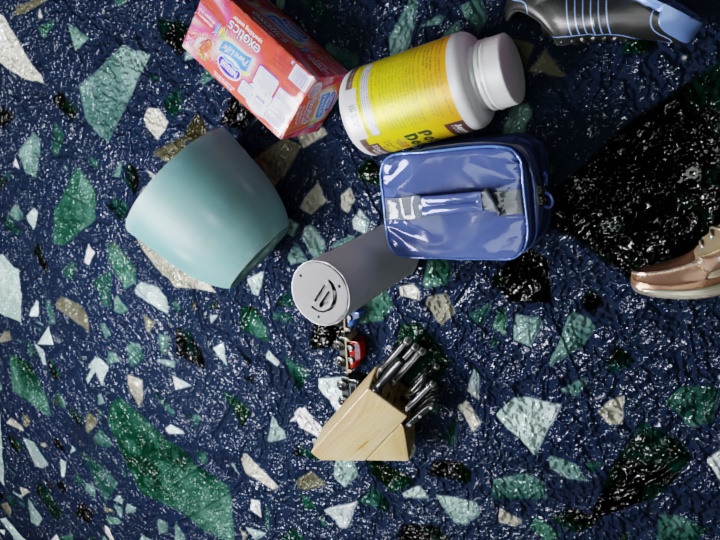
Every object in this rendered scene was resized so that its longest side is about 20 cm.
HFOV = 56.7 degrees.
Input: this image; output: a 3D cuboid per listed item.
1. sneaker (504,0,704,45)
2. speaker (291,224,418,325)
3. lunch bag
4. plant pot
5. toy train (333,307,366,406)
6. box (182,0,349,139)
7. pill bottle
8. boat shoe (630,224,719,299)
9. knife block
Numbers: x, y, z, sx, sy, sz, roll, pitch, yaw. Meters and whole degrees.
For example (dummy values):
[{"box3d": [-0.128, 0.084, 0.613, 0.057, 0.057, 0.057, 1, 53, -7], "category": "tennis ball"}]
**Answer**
[{"box3d": [0.243, -0.263, 0.688, 0.200, 0.070, 0.078, 34, 126, 23], "category": "sneaker"}, {"box3d": [0.000, 0.000, 0.840, 0.081, 0.200, 0.081, 10, 112, 27], "category": "speaker"}, {"box3d": [0.128, -0.082, 0.777, 0.200, 0.132, 0.136, -1, 107, 32], "category": "lunch bag"}, {"box3d": [-0.199, -0.073, 0.948, 0.161, 0.201, 0.201, 43, 124, -2], "category": "plant pot"}, {"box3d": [-0.013, 0.117, 0.992, 0.046, 0.034, 0.201, 6, 111, 25], "category": "toy train"}, {"box3d": [-0.124, -0.278, 0.881, 0.200, 0.095, 0.100, 44, 123, 11], "category": "box"}, {"box3d": [0.082, -0.206, 0.774, 0.200, 0.109, 0.110, -9, 102, 33], "category": "pill bottle"}, {"box3d": [0.382, -0.017, 0.689, 0.200, 0.076, 0.072, -11, 97, 24], "category": "boat shoe"}, {"box3d": [0.017, 0.183, 0.956, 0.199, 0.064, 0.176, -4, 111, 17], "category": "knife block"}]
